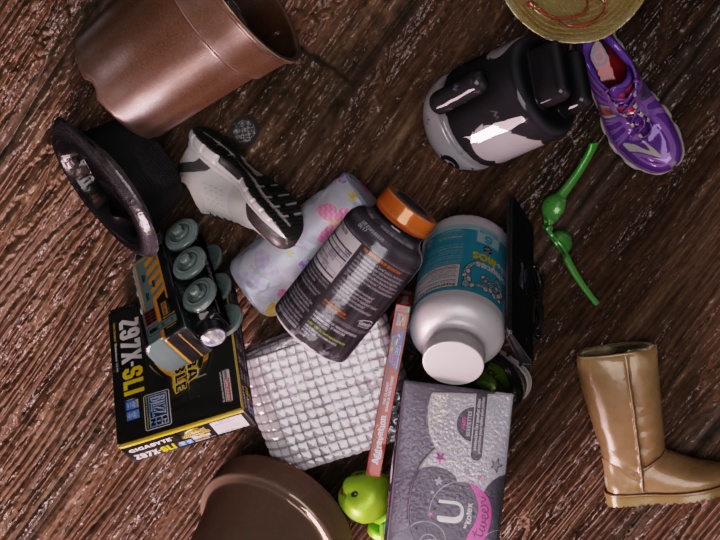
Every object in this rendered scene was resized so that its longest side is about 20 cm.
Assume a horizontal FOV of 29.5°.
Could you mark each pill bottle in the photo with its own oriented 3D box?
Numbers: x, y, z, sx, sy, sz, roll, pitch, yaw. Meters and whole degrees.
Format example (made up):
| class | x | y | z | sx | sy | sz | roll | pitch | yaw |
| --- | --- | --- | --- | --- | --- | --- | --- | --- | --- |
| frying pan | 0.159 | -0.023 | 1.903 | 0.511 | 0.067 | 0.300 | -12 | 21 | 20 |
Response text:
| class | x | y | z | sx | sy | sz | roll | pitch | yaw |
| --- | --- | --- | --- | --- | --- | --- | --- | --- | --- |
| pill bottle | 0.117 | 0.036 | 1.588 | 0.110 | 0.200 | 0.111 | 5 | 134 | 6 |
| pill bottle | 0.000 | 0.000 | 1.572 | 0.106 | 0.106 | 0.200 | 38 | 103 | -5 |

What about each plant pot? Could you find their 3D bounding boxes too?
| class | x | y | z | sx | sy | sz | roll | pitch | yaw |
| --- | --- | --- | --- | --- | --- | --- | --- | --- | --- |
| plant pot | -0.134 | 0.354 | 1.662 | 0.200 | 0.175 | 0.201 | 16 | 129 | 21 |
| plant pot | -0.205 | -0.264 | 1.565 | 0.198 | 0.200 | 0.200 | -35 | 98 | 18 |

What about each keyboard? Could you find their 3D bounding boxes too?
| class | x | y | z | sx | sy | sz | roll | pitch | yaw |
| --- | --- | --- | --- | --- | --- | --- | --- | --- | --- |
| keyboard | 0.191 | 0.021 | 1.610 | 0.021 | 0.200 | 0.127 | -11 | 142 | 24 |

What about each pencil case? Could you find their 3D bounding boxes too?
| class | x | y | z | sx | sy | sz | roll | pitch | yaw |
| --- | --- | --- | --- | --- | --- | --- | --- | --- | --- |
| pencil case | -0.062 | -0.030 | 1.655 | 0.200 | 0.083 | 0.091 | -38 | 101 | 11 |

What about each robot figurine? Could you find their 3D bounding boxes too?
| class | x | y | z | sx | sy | sz | roll | pitch | yaw |
| --- | --- | --- | --- | --- | --- | --- | --- | --- | --- |
| robot figurine | 0.164 | -0.187 | 1.559 | 0.200 | 0.125 | 0.150 | -21 | 120 | 38 |

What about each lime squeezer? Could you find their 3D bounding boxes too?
| class | x | y | z | sx | sy | sz | roll | pitch | yaw |
| --- | --- | --- | --- | --- | --- | --- | --- | --- | --- |
| lime squeezer | 0.252 | -0.053 | 1.659 | 0.070 | 0.038 | 0.201 | -9 | 103 | -26 |

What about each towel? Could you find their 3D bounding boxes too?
| class | x | y | z | sx | sy | sz | roll | pitch | yaw |
| --- | --- | --- | --- | --- | --- | --- | --- | --- | --- |
| towel | -0.036 | 0.144 | 1.693 | 0.199 | 0.086 | 0.166 | -20 | 97 | 8 |

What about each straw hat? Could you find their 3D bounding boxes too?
| class | x | y | z | sx | sy | sz | roll | pitch | yaw |
| --- | --- | --- | --- | --- | --- | --- | --- | --- | --- |
| straw hat | 0.239 | -0.357 | 1.559 | 0.200 | 0.085 | 0.202 | 0 | 95 | 4 |

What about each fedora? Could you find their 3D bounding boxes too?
| class | x | y | z | sx | sy | sz | roll | pitch | yaw |
| --- | --- | --- | --- | --- | --- | --- | --- | --- | --- |
| fedora | -0.277 | -0.116 | 1.625 | 0.092 | 0.201 | 0.201 | -38 | 99 | -21 |

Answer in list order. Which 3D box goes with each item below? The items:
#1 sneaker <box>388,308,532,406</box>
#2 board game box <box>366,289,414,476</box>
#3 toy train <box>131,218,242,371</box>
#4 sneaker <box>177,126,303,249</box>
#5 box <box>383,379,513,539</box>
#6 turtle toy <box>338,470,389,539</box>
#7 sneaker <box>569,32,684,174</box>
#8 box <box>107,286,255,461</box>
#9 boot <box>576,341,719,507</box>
| class | x | y | z | sx | sy | sz | roll | pitch | yaw |
| --- | --- | --- | --- | --- | --- | --- | --- | --- | --- |
| sneaker | 0.124 | 0.106 | 1.669 | 0.200 | 0.087 | 0.074 | 34 | 103 | -4 |
| board game box | 0.035 | 0.128 | 1.589 | 0.019 | 0.103 | 0.201 | 11 | 99 | 4 |
| toy train | -0.215 | 0.025 | 1.631 | 0.114 | 0.200 | 0.085 | -31 | 137 | 9 |
| sneaker | -0.145 | -0.085 | 1.634 | 0.200 | 0.074 | 0.080 | 45 | 115 | 27 |
| box | 0.101 | 0.233 | 1.570 | 0.132 | 0.115 | 0.201 | 7 | 84 | 1 |
| turtle toy | 0.069 | 0.300 | 1.677 | 0.199 | 0.146 | 0.101 | 11 | 130 | 1 |
| sneaker | 0.306 | -0.195 | 1.593 | 0.081 | 0.083 | 0.200 | -35 | 99 | 11 |
| box | -0.218 | 0.116 | 1.652 | 0.159 | 0.200 | 0.049 | -18 | 144 | 9 |
| boot | 0.366 | 0.186 | 1.683 | 0.175 | 0.066 | 0.201 | -9 | 101 | 6 |
